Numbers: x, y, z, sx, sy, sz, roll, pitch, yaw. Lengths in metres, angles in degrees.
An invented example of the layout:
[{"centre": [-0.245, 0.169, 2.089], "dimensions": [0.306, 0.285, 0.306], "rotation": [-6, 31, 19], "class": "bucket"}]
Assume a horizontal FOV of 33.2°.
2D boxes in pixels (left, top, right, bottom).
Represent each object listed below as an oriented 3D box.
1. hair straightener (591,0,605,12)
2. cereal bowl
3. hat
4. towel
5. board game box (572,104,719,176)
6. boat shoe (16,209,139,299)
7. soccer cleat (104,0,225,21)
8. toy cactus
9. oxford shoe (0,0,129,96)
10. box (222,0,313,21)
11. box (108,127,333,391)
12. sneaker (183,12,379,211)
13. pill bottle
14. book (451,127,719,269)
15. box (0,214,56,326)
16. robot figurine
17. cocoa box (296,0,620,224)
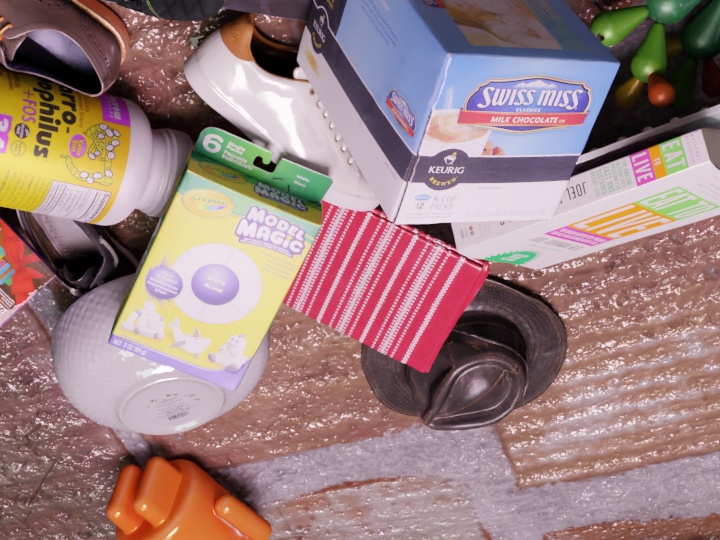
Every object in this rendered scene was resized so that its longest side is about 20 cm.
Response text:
[{"centre": [0.149, -0.147, 0.965], "dimensions": [0.077, 0.041, 0.200], "rotation": [-5, 128, -23], "class": "hair straightener"}, {"centre": [-0.176, 0.089, 1.094], "dimensions": [0.200, 0.083, 0.200], "rotation": [-11, 143, -8], "class": "cereal bowl"}, {"centre": [0.100, 0.104, 1.141], "dimensions": [0.200, 0.081, 0.201], "rotation": [0, 132, 0], "class": "hat"}, {"centre": [0.000, 0.000, 1.060], "dimensions": [0.200, 0.023, 0.145], "rotation": [27, 129, 1], "class": "towel"}, {"centre": [0.232, -0.091, 0.937], "dimensions": [0.200, 0.026, 0.200], "rotation": [-19, 166, 16], "class": "board game box"}, {"centre": [-0.244, -0.012, 1.059], "dimensions": [0.074, 0.060, 0.200], "rotation": [-9, 130, 8], "class": "boat shoe"}, {"centre": [-0.194, -0.214, 0.848], "dimensions": [0.200, 0.081, 0.068], "rotation": [20, 132, 1], "class": "soccer cleat"}, {"centre": [0.247, -0.206, 0.877], "dimensions": [0.165, 0.102, 0.200], "rotation": [-23, 122, 5], "class": "toy cactus"}, {"centre": [-0.266, -0.197, 0.892], "dimensions": [0.200, 0.073, 0.071], "rotation": [26, 126, -20], "class": "oxford shoe"}, {"centre": [-0.059, -0.273, 0.851], "dimensions": [0.143, 0.036, 0.200], "rotation": [8, 132, -6], "class": "box"}, {"centre": [-0.111, -0.008, 0.961], "dimensions": [0.117, 0.048, 0.200], "rotation": [22, 115, -13], "class": "box"}, {"centre": [-0.039, -0.123, 0.954], "dimensions": [0.200, 0.073, 0.085], "rotation": [37, 120, -28], "class": "sneaker"}, {"centre": [-0.234, -0.094, 0.943], "dimensions": [0.200, 0.104, 0.104], "rotation": [10, 132, -33], "class": "pill bottle"}, {"centre": [0.186, -0.052, 0.905], "dimensions": [0.200, 0.048, 0.133], "rotation": [-20, 165, 32], "class": "book"}, {"centre": [-0.368, -0.023, 0.986], "dimensions": [0.137, 0.039, 0.200], "rotation": [-44, 104, -7], "class": "box"}, {"centre": [-0.177, 0.278, 1.272], "dimensions": [0.144, 0.117, 0.200], "rotation": [-43, 121, -1], "class": "robot figurine"}, {"centre": [0.058, -0.144, 0.832], "dimensions": [0.133, 0.200, 0.131], "rotation": [-2, 132, -26], "class": "cocoa box"}]
